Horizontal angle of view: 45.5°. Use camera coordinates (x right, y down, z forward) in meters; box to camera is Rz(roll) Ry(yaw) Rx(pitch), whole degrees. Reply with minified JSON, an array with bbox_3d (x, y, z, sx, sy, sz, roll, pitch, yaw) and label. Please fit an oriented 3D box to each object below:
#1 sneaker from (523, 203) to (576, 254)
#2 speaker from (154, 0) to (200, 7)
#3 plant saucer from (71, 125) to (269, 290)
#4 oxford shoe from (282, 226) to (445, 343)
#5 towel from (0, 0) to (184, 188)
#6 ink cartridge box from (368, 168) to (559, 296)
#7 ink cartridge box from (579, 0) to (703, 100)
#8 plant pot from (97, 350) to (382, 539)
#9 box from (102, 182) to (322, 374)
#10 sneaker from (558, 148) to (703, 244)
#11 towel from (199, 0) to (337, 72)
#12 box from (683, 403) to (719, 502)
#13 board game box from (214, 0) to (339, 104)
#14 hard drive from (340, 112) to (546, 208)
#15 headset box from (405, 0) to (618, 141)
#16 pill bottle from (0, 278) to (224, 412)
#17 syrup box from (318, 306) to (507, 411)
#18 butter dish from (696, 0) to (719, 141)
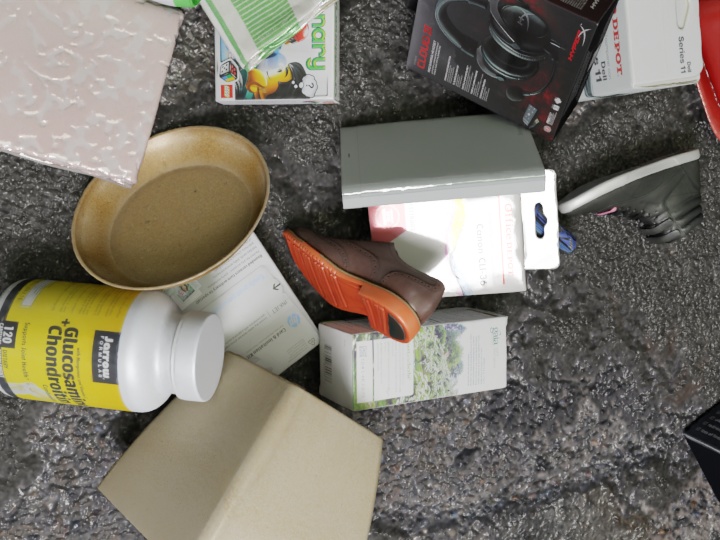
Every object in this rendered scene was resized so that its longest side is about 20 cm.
[{"bbox_3d":[0.178,-0.092,0.964,0.200,0.075,0.079,43,80,-17],"label":"sneaker"},{"bbox_3d":[-0.237,-0.311,0.791,0.197,0.088,0.090,19,90,-2],"label":"speaker"},{"bbox_3d":[-0.178,-0.055,0.825,0.199,0.201,0.036,-32,143,-11],"label":"plant saucer"},{"bbox_3d":[0.000,0.000,0.875,0.072,0.199,0.072,-43,144,-21],"label":"oxford shoe"},{"bbox_3d":[-0.285,-0.194,0.816,0.197,0.032,0.194,16,77,-17],"label":"towel"},{"bbox_3d":[0.112,-0.039,0.904,0.196,0.068,0.119,-5,107,8],"label":"ink cartridge box"},{"bbox_3d":[0.259,-0.258,0.904,0.082,0.200,0.149,-10,98,-15],"label":"ink cartridge box"},{"bbox_3d":[-0.095,0.197,0.826,0.199,0.199,0.179,38,77,-38],"label":"plant pot"},{"bbox_3d":[-0.154,0.035,0.892,0.155,0.041,0.201,-36,103,-10],"label":"box"},{"bbox_3d":[0.328,-0.071,1.009,0.197,0.071,0.101,-18,95,-18],"label":"sneaker"},{"bbox_3d":[-0.074,-0.312,0.826,0.199,0.023,0.154,-35,87,12],"label":"towel"},{"bbox_3d":[0.543,0.212,1.035,0.195,0.200,0.125,-36,106,-10],"label":"box"},{"bbox_3d":[-0.084,-0.271,0.862,0.124,0.035,0.204,1,96,9],"label":"board game box"},{"bbox_3d":[0.078,-0.115,0.877,0.196,0.133,0.027,-5,128,2],"label":"hard drive"},{"bbox_3d":[0.138,-0.245,0.853,0.198,0.150,0.077,30,55,13],"label":"headset box"},{"bbox_3d":[-0.233,0.071,0.800,0.196,0.112,0.114,4,95,10],"label":"pill bottle"},{"bbox_3d":[0.059,0.091,0.923,0.197,0.081,0.080,-4,98,-29],"label":"syrup box"},{"bbox_3d":[0.496,-0.279,1.001,0.198,0.148,0.202,-27,102,-12],"label":"butter dish"}]
